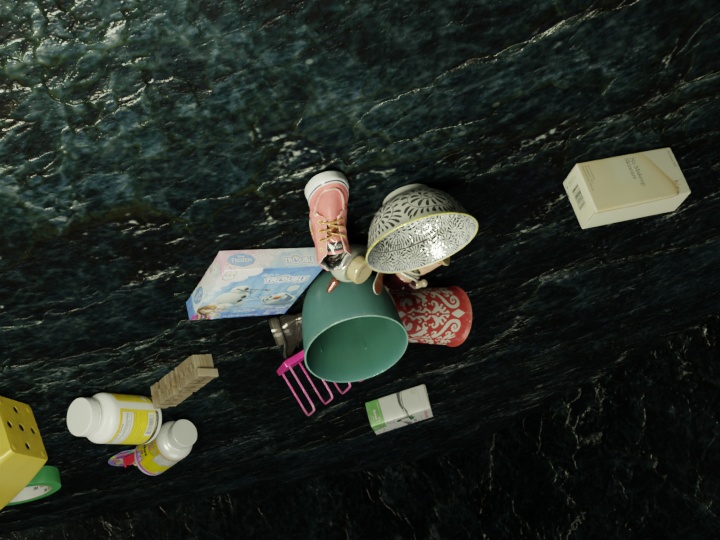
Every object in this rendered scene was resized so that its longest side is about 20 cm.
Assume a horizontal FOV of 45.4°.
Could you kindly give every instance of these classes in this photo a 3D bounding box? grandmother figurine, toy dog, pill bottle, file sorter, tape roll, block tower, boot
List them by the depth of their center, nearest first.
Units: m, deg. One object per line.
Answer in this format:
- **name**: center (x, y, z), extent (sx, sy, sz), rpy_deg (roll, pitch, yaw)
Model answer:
- **toy dog**: center (0.000, 0.000, 1.563), extent (0.198, 0.132, 0.097), rpy_deg (15, 114, -39)
- **grandmother figurine**: center (0.087, 0.006, 1.721), extent (0.199, 0.061, 0.121), rpy_deg (-30, 127, 34)
- **boot**: center (-0.097, 0.118, 1.829), extent (0.172, 0.070, 0.200), rpy_deg (-20, 161, -2)
- **file sorter**: center (-0.062, 0.211, 1.886), extent (0.199, 0.126, 0.139), rpy_deg (-31, 174, -17)
- **block tower**: center (-0.396, 0.247, 1.927), extent (0.054, 0.058, 0.199), rpy_deg (6, 150, -44)
- **pill bottle**: center (-0.553, 0.332, 1.933), extent (0.111, 0.113, 0.199), rpy_deg (-28, 155, 25)
- **pill bottle**: center (-0.512, 0.464, 2.283), extent (0.103, 0.105, 0.200), rpy_deg (4, 149, -42)
- **tape roll**: center (-0.920, 0.586, 2.342), extent (0.198, 0.049, 0.201), rpy_deg (-15, 158, -6)

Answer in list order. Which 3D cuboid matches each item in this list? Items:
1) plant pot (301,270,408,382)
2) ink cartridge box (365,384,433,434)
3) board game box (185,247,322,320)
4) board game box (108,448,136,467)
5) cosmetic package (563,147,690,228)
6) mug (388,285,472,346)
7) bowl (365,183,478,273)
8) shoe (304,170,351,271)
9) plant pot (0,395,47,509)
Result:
- **plant pot**: center (-0.024, 0.090, 1.650), extent (0.198, 0.162, 0.202), rpy_deg (-10, 139, -8)
- **ink cartridge box**: center (0.126, 0.441, 2.728), extent (0.198, 0.085, 0.146), rpy_deg (-18, 159, 2)
- **board game box**: center (-0.193, 0.026, 1.569), extent (0.198, 0.044, 0.199), rpy_deg (-3, 153, -31)
- **board game box**: center (-0.622, 0.546, 2.478), extent (0.197, 0.039, 0.158), rpy_deg (-10, 157, -19)
- **cosmetic package**: center (0.486, -0.152, 1.578), extent (0.197, 0.105, 0.073), rpy_deg (-13, 157, -14)
- **mug**: center (0.116, 0.109, 1.885), extent (0.198, 0.135, 0.177), rpy_deg (3, 149, -34)
- **bowl**: center (0.090, -0.084, 1.452), extent (0.198, 0.095, 0.201), rpy_deg (-16, 158, -7)
- **shoe**: center (-0.045, -0.074, 1.378), extent (0.071, 0.092, 0.201), rpy_deg (-13, 158, -10)
- **plant pot**: center (-0.767, 0.365, 1.765), extent (0.175, 0.201, 0.200), rpy_deg (-30, 157, 2)
